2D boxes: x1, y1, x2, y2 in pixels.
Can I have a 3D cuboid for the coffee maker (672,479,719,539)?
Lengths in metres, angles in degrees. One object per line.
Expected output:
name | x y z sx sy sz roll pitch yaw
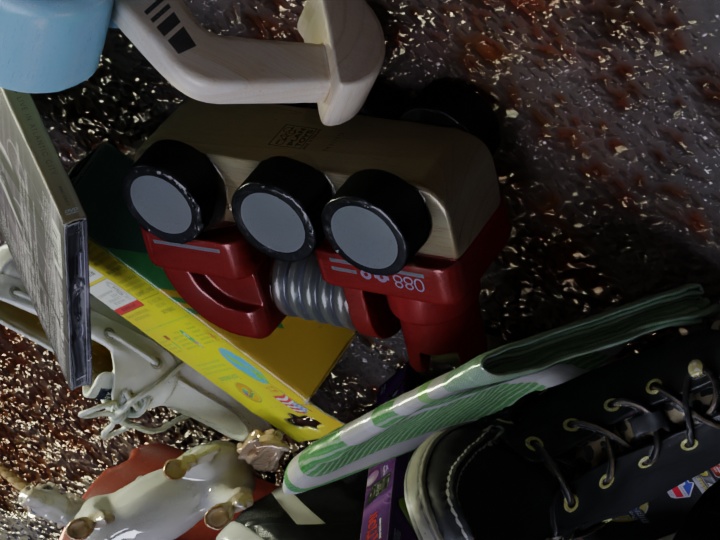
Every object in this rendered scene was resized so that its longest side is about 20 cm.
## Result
coffee maker | 0.213 0.135 0.960 0.192 0.135 0.200 58 157 -3

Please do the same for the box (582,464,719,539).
box | 0.195 0.136 1.165 0.160 0.044 0.200 -4 134 41

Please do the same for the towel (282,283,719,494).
towel | 0.062 0.059 1.066 0.200 0.152 0.023 -32 77 53

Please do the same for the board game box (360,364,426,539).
board game box | 0.051 0.146 1.162 0.120 0.200 0.032 39 116 -16

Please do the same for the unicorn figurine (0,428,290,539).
unicorn figurine | -0.131 0.136 1.265 0.199 0.137 0.074 -9 95 3

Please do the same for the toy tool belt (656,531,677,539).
toy tool belt | 0.144 0.215 1.157 0.125 0.123 0.200 37 148 -10

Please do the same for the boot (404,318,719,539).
boot | 0.119 0.074 0.994 0.154 0.203 0.074 -28 85 28

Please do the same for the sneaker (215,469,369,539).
sneaker | 0.018 0.155 1.200 0.200 0.112 0.073 28 156 41

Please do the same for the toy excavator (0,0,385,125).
toy excavator | -0.114 -0.123 0.993 0.200 0.194 0.100 54 151 15

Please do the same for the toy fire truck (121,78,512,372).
toy fire truck | 0.000 0.000 1.088 0.176 0.129 0.200 9 132 30

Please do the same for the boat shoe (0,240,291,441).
boat shoe | -0.139 0.059 1.287 0.202 0.086 0.075 36 147 -8

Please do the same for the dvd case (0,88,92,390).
dvd case | -0.177 -0.058 1.111 0.149 0.016 0.200 98 148 -55

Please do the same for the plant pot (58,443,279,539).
plant pot | -0.078 0.211 1.363 0.195 0.201 0.201 23 148 26

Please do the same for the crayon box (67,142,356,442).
crayon box | -0.084 0.016 1.187 0.200 0.051 0.127 38 165 -11
